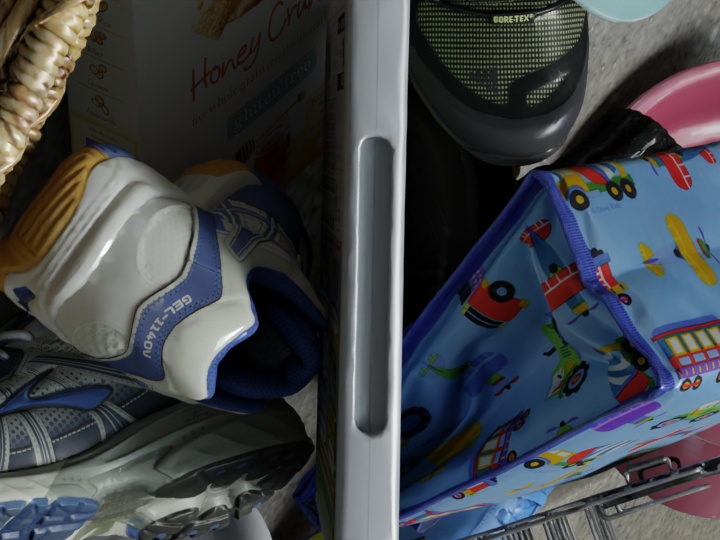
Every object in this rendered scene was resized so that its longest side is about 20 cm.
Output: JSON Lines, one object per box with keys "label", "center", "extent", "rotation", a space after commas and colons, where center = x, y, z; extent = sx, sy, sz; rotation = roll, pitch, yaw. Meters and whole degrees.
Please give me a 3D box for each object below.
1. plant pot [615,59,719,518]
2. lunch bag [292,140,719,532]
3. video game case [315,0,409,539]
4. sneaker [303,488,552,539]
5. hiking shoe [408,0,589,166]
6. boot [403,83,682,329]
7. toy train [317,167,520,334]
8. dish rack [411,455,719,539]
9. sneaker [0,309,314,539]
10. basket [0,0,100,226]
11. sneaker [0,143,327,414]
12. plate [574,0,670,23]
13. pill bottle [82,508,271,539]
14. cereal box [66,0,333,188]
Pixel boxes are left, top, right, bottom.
{"label": "plant pot", "center": [0.190, 0.026, 1.406], "extent": [0.200, 0.200, 0.179], "rotation": [-46, 164, -30]}
{"label": "lunch bag", "center": [0.078, 0.046, 1.079], "extent": [0.150, 0.094, 0.200], "rotation": [-11, 155, -46]}
{"label": "video game case", "center": [0.000, 0.000, 0.943], "extent": [0.200, 0.022, 0.183], "rotation": [-135, -133, -86]}
{"label": "sneaker", "center": [0.045, 0.118, 1.244], "extent": [0.200, 0.079, 0.066], "rotation": [-40, 146, 12]}
{"label": "hiking shoe", "center": [0.040, -0.137, 0.989], "extent": [0.101, 0.075, 0.202], "rotation": [88, -6, -85]}
{"label": "boot", "center": [0.068, -0.022, 1.130], "extent": [0.157, 0.080, 0.212], "rotation": [-27, 152, -20]}
{"label": "toy train", "center": [0.045, 0.008, 1.255], "extent": [0.151, 0.055, 0.200], "rotation": [-53, 152, -19]}
{"label": "dish rack", "center": [0.062, 0.120, 1.135], "extent": [0.199, 0.055, 0.153], "rotation": [-20, 175, 6]}
{"label": "sneaker", "center": [-0.119, 0.060, 1.000], "extent": [0.199, 0.086, 0.077], "rotation": [-10, 151, -34]}
{"label": "basket", "center": [-0.121, -0.039, 0.809], "extent": [0.201, 0.148, 0.143], "rotation": [-65, 153, 1]}
{"label": "sneaker", "center": [-0.048, 0.014, 0.938], "extent": [0.075, 0.088, 0.200], "rotation": [-54, 167, 11]}
{"label": "plate", "center": [0.095, -0.185, 0.972], "extent": [0.200, 0.025, 0.202], "rotation": [-3, 94, -61]}
{"label": "pill bottle", "center": [-0.094, 0.177, 1.092], "extent": [0.116, 0.115, 0.201], "rotation": [-36, 143, -42]}
{"label": "cereal box", "center": [-0.046, -0.107, 1.003], "extent": [0.144, 0.039, 0.201], "rotation": [-43, 147, -37]}
